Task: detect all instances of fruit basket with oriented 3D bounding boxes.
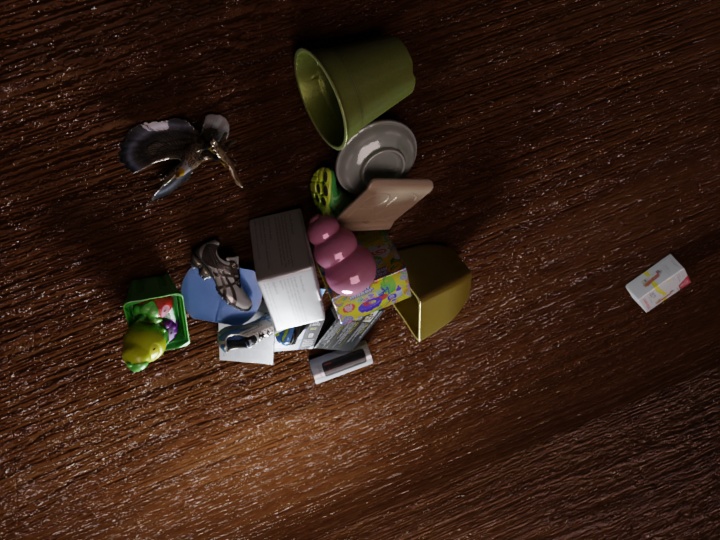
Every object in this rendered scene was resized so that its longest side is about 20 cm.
[{"bbox_3d":[-0.491,0.142,1.433,0.154,0.217,0.217,-10,138,-18],"label":"fruit basket"}]

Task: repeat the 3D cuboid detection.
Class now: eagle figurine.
[{"bbox_3d":[-0.352,-0.224,1.192,0.198,0.151,0.153,-4,100,19],"label":"eagle figurine"}]

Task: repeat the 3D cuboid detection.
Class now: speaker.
[{"bbox_3d":[-0.065,0.292,1.918,0.198,0.082,0.082,-18,140,-8],"label":"speaker"}]

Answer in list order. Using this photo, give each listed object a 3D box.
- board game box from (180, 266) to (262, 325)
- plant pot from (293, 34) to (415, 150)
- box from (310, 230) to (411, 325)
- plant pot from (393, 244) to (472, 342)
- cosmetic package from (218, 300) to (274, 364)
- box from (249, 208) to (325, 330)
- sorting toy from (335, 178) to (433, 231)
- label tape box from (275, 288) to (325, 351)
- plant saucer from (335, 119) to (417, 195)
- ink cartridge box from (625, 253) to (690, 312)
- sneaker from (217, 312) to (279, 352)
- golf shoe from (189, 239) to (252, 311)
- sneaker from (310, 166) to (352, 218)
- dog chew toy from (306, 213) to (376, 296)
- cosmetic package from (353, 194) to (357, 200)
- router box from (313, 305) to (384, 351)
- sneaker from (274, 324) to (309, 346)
[{"bbox_3d":[-0.349,0.053,1.518,0.198,0.039,0.159,11,109,-14],"label":"board game box"},{"bbox_3d":[0.000,-0.367,1.171,0.189,0.200,0.201,-28,142,-15],"label":"plant pot"},{"bbox_3d":[0.000,0.000,1.545,0.198,0.194,0.123,-21,141,-4],"label":"box"},{"bbox_3d":[0.204,0.042,1.709,0.198,0.196,0.195,-22,141,-14],"label":"plant pot"},{"bbox_3d":[-0.306,0.165,1.625,0.149,0.052,0.201,5,129,-6],"label":"cosmetic package"},{"bbox_3d":[-0.173,-0.002,1.439,0.129,0.201,0.200,-13,140,-3],"label":"box"},{"bbox_3d":[0.047,-0.157,1.403,0.184,0.037,0.200,-5,156,-34],"label":"sorting toy"},{"bbox_3d":[-0.182,0.141,1.702,0.142,0.066,0.201,0,136,-27],"label":"label tape box"},{"bbox_3d":[0.043,-0.237,1.343,0.198,0.050,0.201,-16,139,-14],"label":"plant saucer"},{"bbox_3d":[1.133,0.052,2.288,0.200,0.084,0.145,-39,139,16],"label":"ink cartridge box"},{"bbox_3d":[-0.263,0.160,1.527,0.198,0.073,0.072,-18,134,-14],"label":"sneaker"},{"bbox_3d":[-0.314,0.014,1.444,0.094,0.078,0.200,-38,116,4],"label":"golf shoe"},{"bbox_3d":[-0.064,-0.171,1.435,0.083,0.074,0.201,-39,143,-23],"label":"sneaker"},{"bbox_3d":[-0.051,-0.041,1.385,0.124,0.125,0.201,-33,103,9],"label":"dog chew toy"},{"bbox_3d":[0.025,-0.220,1.429,0.082,0.051,0.201,-15,139,-13],"label":"cosmetic package"},{"bbox_3d":[-0.041,0.159,1.806,0.148,0.051,0.200,12,128,-39],"label":"router box"},{"bbox_3d":[-0.168,0.109,1.623,0.201,0.070,0.083,-68,154,-10],"label":"sneaker"}]
